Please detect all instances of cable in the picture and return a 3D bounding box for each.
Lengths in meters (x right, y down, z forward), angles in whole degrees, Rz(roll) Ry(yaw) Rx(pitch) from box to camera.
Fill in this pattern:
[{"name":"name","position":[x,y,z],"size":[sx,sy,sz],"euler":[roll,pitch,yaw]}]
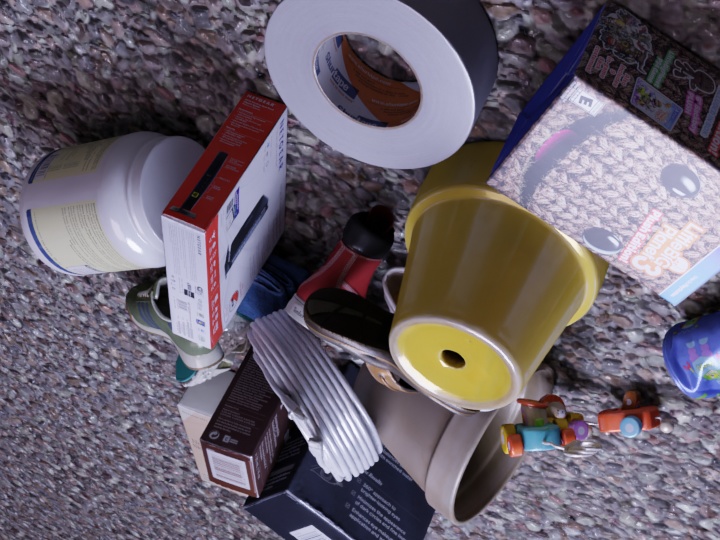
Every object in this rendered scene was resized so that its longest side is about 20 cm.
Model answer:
[{"name":"cable","position":[-0.051,0.130,1.272],"size":[0.201,0.069,0.201],"euler":[54,173,32]}]

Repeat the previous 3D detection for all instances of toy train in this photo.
[{"name":"toy train","position":[0.232,0.154,1.251],"size":[0.149,0.199,0.056],"euler":[-8,87,35]}]

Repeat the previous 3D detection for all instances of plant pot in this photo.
[{"name":"plant pot","position":[0.118,0.016,1.116],"size":[0.199,0.190,0.202],"euler":[19,145,14]},{"name":"plant pot","position":[0.092,0.151,1.327],"size":[0.173,0.200,0.201],"euler":[30,149,27]}]

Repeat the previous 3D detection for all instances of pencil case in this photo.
[{"name":"pencil case","position":[0.376,0.066,1.093],"size":[0.199,0.078,0.087],"euler":[-24,98,50]}]

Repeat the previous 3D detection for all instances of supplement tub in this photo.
[{"name":"supplement tub","position":[-0.261,-0.073,1.306],"size":[0.198,0.146,0.145],"euler":[-5,133,38]}]

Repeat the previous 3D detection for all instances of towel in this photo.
[{"name":"towel","position":[-0.142,0.009,1.381],"size":[0.199,0.049,0.112],"euler":[24,148,26]}]

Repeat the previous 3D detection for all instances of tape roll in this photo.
[{"name":"tape roll","position":[0.018,-0.185,1.041],"size":[0.198,0.066,0.201],"euler":[19,145,14]}]

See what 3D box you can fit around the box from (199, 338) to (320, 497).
[{"name":"box","position":[-0.116,0.161,1.449],"size":[0.074,0.201,0.101],"euler":[15,144,14]}]

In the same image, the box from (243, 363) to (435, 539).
[{"name":"box","position":[-0.008,0.262,1.499],"size":[0.196,0.201,0.117],"euler":[40,143,-16]}]

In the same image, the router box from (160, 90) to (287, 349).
[{"name":"router box","position":[-0.135,-0.049,1.217],"size":[0.048,0.180,0.201],"euler":[21,145,11]}]

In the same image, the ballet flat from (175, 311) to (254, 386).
[{"name":"ballet flat","position":[-0.185,0.103,1.546],"size":[0.071,0.072,0.200],"euler":[34,145,-7]}]

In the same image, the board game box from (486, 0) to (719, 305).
[{"name":"board game box","position":[0.233,-0.091,0.980],"size":[0.199,0.097,0.160],"euler":[32,145,-3]}]

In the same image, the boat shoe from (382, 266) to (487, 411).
[{"name":"boat shoe","position":[0.084,0.064,1.235],"size":[0.200,0.071,0.070],"euler":[52,177,42]}]

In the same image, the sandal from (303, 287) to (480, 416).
[{"name":"sandal","position":[0.030,0.086,1.171],"size":[0.198,0.082,0.055],"euler":[24,133,0]}]

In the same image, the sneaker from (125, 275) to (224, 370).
[{"name":"sneaker","position":[-0.235,0.040,1.469],"size":[0.200,0.067,0.091],"euler":[33,141,46]}]

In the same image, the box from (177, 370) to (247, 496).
[{"name":"box","position":[-0.187,0.228,1.688],"size":[0.094,0.078,0.201],"euler":[16,143,19]}]

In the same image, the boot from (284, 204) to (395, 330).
[{"name":"boot","position":[0.000,0.000,1.283],"size":[0.072,0.145,0.200],"euler":[35,-176,10]}]
